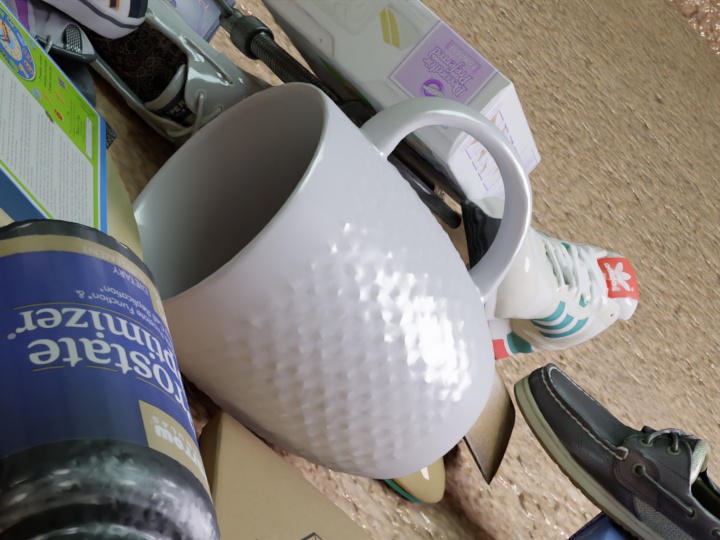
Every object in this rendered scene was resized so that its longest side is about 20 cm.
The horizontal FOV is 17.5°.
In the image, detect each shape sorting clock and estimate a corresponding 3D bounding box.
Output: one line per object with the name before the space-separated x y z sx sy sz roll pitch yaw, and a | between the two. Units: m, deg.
shape sorting clock | -0.163 -0.064 1.022 0.200 0.039 0.200 54 15 -22

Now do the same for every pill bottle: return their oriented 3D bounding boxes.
pill bottle | -0.115 0.082 0.890 0.112 0.112 0.200 34 23 -37

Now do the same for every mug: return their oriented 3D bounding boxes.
mug | 0.000 0.000 1.178 0.175 0.200 0.148 46 0 -28

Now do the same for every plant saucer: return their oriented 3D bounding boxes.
plant saucer | 0.043 0.027 1.357 0.201 0.035 0.200 63 0 0

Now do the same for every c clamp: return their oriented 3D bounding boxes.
c clamp | -0.024 -0.096 1.333 0.171 0.027 0.200 44 0 -45

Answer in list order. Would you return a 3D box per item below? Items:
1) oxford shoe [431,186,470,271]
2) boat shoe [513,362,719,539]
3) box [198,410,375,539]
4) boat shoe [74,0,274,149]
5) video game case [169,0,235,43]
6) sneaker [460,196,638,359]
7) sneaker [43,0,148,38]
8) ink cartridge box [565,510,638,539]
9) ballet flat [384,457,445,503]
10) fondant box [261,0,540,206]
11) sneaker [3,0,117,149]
oxford shoe | 0.031 -0.045 1.516 0.200 0.084 0.073 24 29 -55
boat shoe | 0.173 0.120 1.312 0.201 0.066 0.072 47 19 9
box | -0.017 0.170 1.082 0.163 0.021 0.200 42 19 -19
boat shoe | -0.101 -0.104 1.351 0.200 0.072 0.069 50 21 1
video game case | -0.150 -0.195 1.499 0.143 0.019 0.200 46 20 -10
sneaker | 0.110 0.000 1.326 0.200 0.093 0.071 68 14 -73
sneaker | -0.138 -0.175 1.196 0.079 0.079 0.200 49 8 10
ink cartridge box | 0.152 0.216 1.295 0.137 0.076 0.200 49 17 -1
ballet flat | -0.007 0.041 1.289 0.200 0.063 0.069 48 19 -4
fondant box | 0.026 -0.108 1.314 0.144 0.058 0.200 42 1 12
sneaker | -0.178 -0.106 1.165 0.140 0.078 0.200 45 19 -11
